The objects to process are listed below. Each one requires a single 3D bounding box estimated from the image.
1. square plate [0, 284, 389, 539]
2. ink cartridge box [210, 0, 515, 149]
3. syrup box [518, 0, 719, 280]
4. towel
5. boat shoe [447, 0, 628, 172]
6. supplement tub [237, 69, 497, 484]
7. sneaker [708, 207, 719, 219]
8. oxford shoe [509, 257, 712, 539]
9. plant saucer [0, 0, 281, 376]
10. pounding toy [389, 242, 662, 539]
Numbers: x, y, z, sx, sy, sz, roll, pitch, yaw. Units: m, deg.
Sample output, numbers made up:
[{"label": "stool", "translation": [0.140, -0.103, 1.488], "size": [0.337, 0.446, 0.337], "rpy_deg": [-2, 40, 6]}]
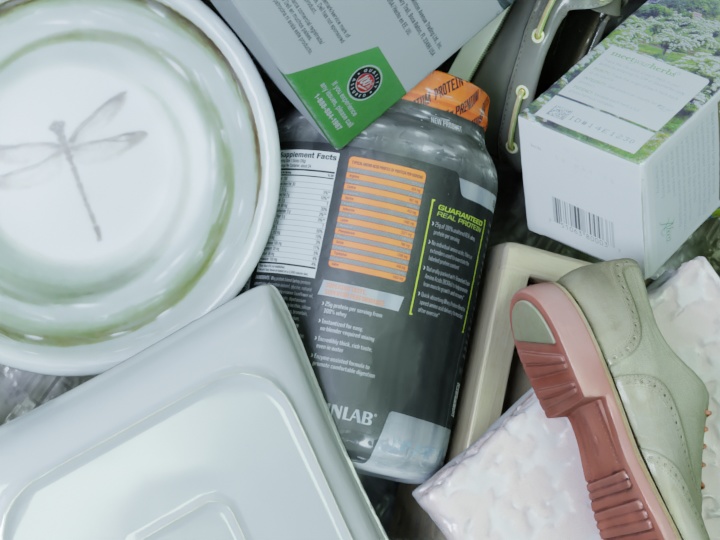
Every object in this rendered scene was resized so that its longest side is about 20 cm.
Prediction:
[{"label": "square plate", "translation": [-0.077, 0.135, 0.977], "size": [0.200, 0.028, 0.198], "rpy_deg": [-29, 101, -24]}, {"label": "ink cartridge box", "translation": [0.020, -0.175, 1.007], "size": [0.200, 0.083, 0.147], "rpy_deg": [-40, 146, -3]}, {"label": "syrup box", "translation": [0.174, -0.092, 1.140], "size": [0.200, 0.079, 0.081], "rpy_deg": [-41, 140, -31]}, {"label": "towel", "translation": [0.151, 0.125, 1.082], "size": [0.200, 0.032, 0.191], "rpy_deg": [-39, 96, -17]}, {"label": "boat shoe", "translation": [0.111, -0.147, 1.138], "size": [0.072, 0.060, 0.202], "rpy_deg": [-12, 135, -59]}, {"label": "supplement tub", "translation": [0.000, 0.000, 1.096], "size": [0.122, 0.122, 0.200], "rpy_deg": [16, 82, -26]}, {"label": "sneaker", "translation": [0.211, -0.080, 1.240], "size": [0.200, 0.071, 0.083], "rpy_deg": [-29, 95, -30]}, {"label": "oxford shoe", "translation": [0.145, 0.088, 1.032], "size": [0.074, 0.071, 0.200], "rpy_deg": [-24, 91, -21]}, {"label": "plant saucer", "translation": [-0.139, -0.051, 1.049], "size": [0.200, 0.050, 0.200], "rpy_deg": [-1, 96, -6]}, {"label": "pounding toy", "translation": [0.128, 0.103, 1.168], "size": [0.200, 0.142, 0.184], "rpy_deg": [14, 82, -15]}]
